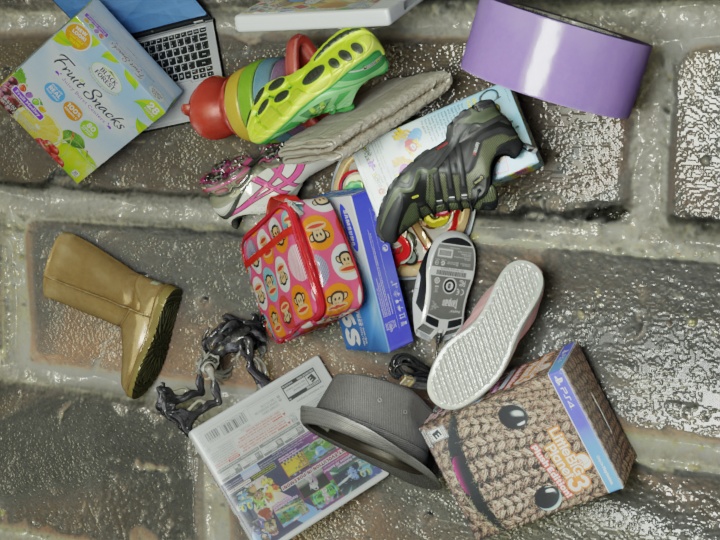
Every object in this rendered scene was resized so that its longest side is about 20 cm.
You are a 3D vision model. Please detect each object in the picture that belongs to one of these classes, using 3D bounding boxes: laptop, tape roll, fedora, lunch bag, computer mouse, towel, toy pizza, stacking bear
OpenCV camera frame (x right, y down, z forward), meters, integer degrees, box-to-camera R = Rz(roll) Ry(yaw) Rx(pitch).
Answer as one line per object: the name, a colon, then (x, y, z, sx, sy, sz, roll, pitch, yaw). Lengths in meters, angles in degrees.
laptop: (-0.293, -0.288, 1.790, 0.186, 0.116, 0.202, -8, 93, 26)
tape roll: (0.217, -0.239, 1.516, 0.199, 0.200, 0.086, 23, 106, 20)
fedora: (0.025, 0.187, 1.677, 0.199, 0.177, 0.091, 27, 76, -6)
lunch bag: (-0.079, -0.012, 1.697, 0.200, 0.081, 0.178, -34, 72, 63)
computer mouse: (0.096, 0.049, 1.676, 0.044, 0.109, 0.202, 19, 99, 62)
towel: (0.007, -0.179, 1.607, 0.132, 0.199, 0.035, 3, 123, 56)
toy pizza: (0.048, -0.087, 1.704, 0.198, 0.032, 0.202, 4, 98, 24)
stacking bear: (-0.131, -0.215, 1.723, 0.199, 0.121, 0.115, -7, 78, 31)

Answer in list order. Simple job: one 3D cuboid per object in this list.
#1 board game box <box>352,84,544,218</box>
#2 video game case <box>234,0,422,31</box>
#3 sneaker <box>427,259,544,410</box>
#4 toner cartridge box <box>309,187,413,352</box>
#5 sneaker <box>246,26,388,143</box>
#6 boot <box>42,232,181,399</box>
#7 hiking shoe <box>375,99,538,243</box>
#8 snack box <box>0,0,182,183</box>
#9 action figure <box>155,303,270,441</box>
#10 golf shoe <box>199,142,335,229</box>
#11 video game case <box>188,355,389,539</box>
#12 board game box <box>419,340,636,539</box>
board game box: (0.105, -0.134, 1.610, 0.199, 0.103, 0.106, -22, 87, 12)
video game case: (-0.023, -0.323, 1.626, 0.198, 0.182, 0.023, 2, 115, 24)
sneaker: (0.154, 0.081, 1.628, 0.075, 0.105, 0.201, 34, 89, 9)
toner cartridge box: (0.000, 0.000, 1.696, 0.095, 0.043, 0.202, -2, 106, 53)
sneaker: (-0.050, -0.201, 1.589, 0.199, 0.083, 0.075, -32, 47, 23)
boot: (-0.357, 0.062, 1.896, 0.199, 0.066, 0.177, 22, 93, 20)
hiking shoe: (0.103, -0.093, 1.520, 0.101, 0.076, 0.200, 45, 99, 10)
snack box: (-0.364, -0.236, 1.805, 0.199, 0.068, 0.169, -33, 109, 34)
action figure: (-0.178, 0.132, 1.800, 0.200, 0.102, 0.119, -46, 40, -16)
golf shoe: (-0.105, -0.120, 1.760, 0.199, 0.073, 0.092, -19, 119, 22)
video game case: (-0.091, 0.236, 1.746, 0.199, 0.023, 0.183, -30, 82, -19)
board game box: (0.200, 0.205, 1.623, 0.199, 0.097, 0.160, -26, 96, 25)
